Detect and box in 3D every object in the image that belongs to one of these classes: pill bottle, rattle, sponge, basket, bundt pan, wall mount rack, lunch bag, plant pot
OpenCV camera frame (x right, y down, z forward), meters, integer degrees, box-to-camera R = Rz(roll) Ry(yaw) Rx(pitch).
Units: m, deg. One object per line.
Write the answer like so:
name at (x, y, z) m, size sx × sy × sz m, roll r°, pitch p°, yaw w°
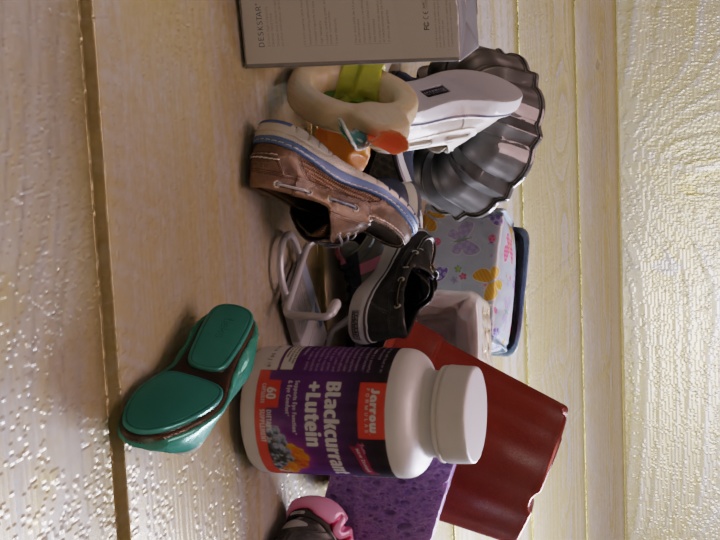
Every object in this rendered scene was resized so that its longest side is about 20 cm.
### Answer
pill bottle at (0.005, 0.124, 1.444) m, size 0.111 × 0.198 × 0.113 m, roll 0°, pitch 90°, yaw -72°
rattle at (-0.010, -0.108, 1.529) m, size 0.144 × 0.129 × 0.200 m, roll -62°, pitch -148°, yaw 23°
sponge at (0.019, 0.232, 1.566) m, size 0.030 × 0.111 × 0.201 m, roll -52°, pitch 159°, yaw -59°
basket at (0.074, 0.123, 1.806) m, size 0.123 × 0.134 × 0.202 m, roll 10°, pitch 80°, yaw -76°
bundt pan at (0.109, -0.162, 1.848) m, size 0.075 × 0.201 × 0.204 m, roll 17°, pitch 72°, yaw -40°
wall mount rack at (-0.019, 0.028, 1.599) m, size 0.174 × 0.074 × 0.201 m, roll -72°, pitch 156°, yaw -45°
lunch bag at (0.141, 0.016, 2.033) m, size 0.200 × 0.126 × 0.171 m, roll 42°, pitch 52°, yaw -76°
plant pot at (0.093, 0.167, 1.649) m, size 0.201 × 0.194 × 0.202 m, roll 22°, pitch 90°, yaw -86°

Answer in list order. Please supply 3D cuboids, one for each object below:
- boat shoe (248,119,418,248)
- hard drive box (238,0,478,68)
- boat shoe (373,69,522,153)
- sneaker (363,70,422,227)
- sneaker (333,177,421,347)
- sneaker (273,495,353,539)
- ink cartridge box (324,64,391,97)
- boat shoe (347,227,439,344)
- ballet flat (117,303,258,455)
boat shoe at (-0.030, -0.060, 1.513) m, size 0.199 × 0.072 × 0.073 m, roll 31°, pitch 71°, yaw -34°
hard drive box at (-0.005, -0.261, 1.435) m, size 0.077 × 0.198 × 0.157 m, roll -44°, pitch 133°, yaw -67°
boat shoe at (0.086, -0.158, 1.712) m, size 0.199 × 0.071 × 0.070 m, roll -17°, pitch 137°, yaw -43°
sneaker at (0.043, -0.116, 1.792) m, size 0.146 × 0.076 × 0.204 m, roll -55°, pitch 141°, yaw -57°
sneaker at (0.000, 0.000, 1.704) m, size 0.070 × 0.081 × 0.202 m, roll 26°, pitch -74°, yaw 61°
sneaker at (-0.026, 0.314, 1.546) m, size 0.201 × 0.079 × 0.095 m, roll 60°, pitch 34°, yaw -13°
ink cartridge box at (-0.020, -0.272, 1.618) m, size 0.104 × 0.059 × 0.201 m, roll -66°, pitch 151°, yaw -53°
boat shoe at (0.045, 0.016, 1.595) m, size 0.200 × 0.056 × 0.069 m, roll -54°, pitch 141°, yaw -57°
ballet flat at (-0.128, 0.101, 1.277) m, size 0.200 × 0.067 × 0.071 m, roll -56°, pitch 157°, yaw -57°
